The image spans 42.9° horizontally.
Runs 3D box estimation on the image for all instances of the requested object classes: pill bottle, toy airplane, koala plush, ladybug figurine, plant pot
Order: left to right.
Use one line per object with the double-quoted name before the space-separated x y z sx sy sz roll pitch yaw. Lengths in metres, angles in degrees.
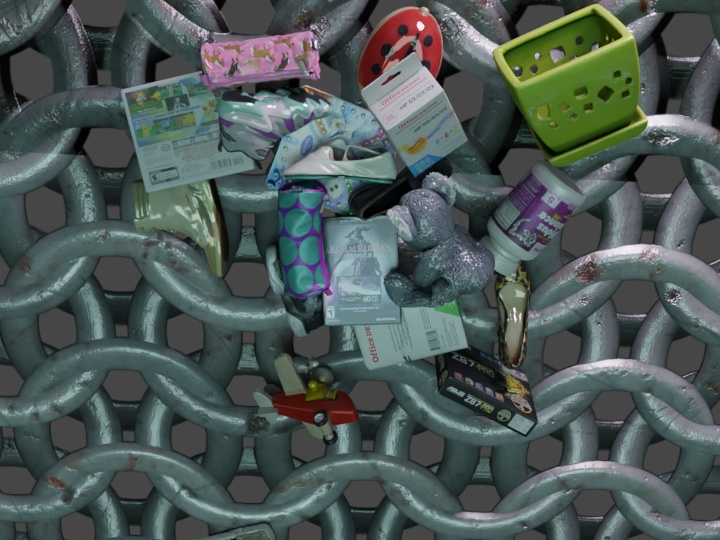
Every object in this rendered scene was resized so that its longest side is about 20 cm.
"toy airplane" -0.108 0.248 1.803 0.199 0.141 0.200 36 147 -5
"ladybug figurine" 0.067 -0.346 1.542 0.135 0.072 0.200 18 114 -8
"koala plush" 0.127 -0.056 1.585 0.184 0.177 0.200 2 122 50
"pill bottle" 0.299 -0.090 1.643 0.112 0.112 0.200 32 111 -14
"plant pot" 0.350 -0.295 1.506 0.199 0.200 0.182 -23 121 10

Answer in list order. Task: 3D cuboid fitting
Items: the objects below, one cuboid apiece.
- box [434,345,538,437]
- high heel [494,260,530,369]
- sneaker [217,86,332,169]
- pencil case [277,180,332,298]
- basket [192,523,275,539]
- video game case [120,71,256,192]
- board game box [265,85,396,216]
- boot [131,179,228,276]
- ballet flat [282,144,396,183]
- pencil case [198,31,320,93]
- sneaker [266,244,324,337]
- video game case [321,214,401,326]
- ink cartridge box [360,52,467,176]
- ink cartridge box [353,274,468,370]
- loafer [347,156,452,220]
"box" 0.238 0.219 1.762 0.200 0.161 0.049 28 113 -12
"high heel" 0.290 0.079 1.705 0.071 0.143 0.200 2 115 -1
"sneaker" -0.149 -0.234 1.554 0.199 0.078 0.140 -3 125 -21
"pencil case" -0.098 -0.055 1.620 0.092 0.085 0.201 2 103 20
"basket" -0.268 0.686 1.982 0.198 0.161 0.200 -15 113 8
"video game case" -0.298 -0.245 1.591 0.199 0.022 0.183 -12 99 6
"board game box" -0.045 -0.202 1.636 0.200 0.026 0.200 20 113 -9
"boot" -0.327 -0.077 1.667 0.154 0.072 0.201 -8 108 3
"ballet flat" -0.036 -0.186 1.598 0.199 0.069 0.070 2 115 4
"pencil case" -0.168 -0.346 1.522 0.199 0.087 0.083 -7 99 -4
"sneaker" -0.101 0.026 1.719 0.114 0.076 0.200 -17 119 6
"video game case" 0.000 0.000 1.671 0.142 0.019 0.201 -2 97 5
"ink cartridge box" 0.091 -0.255 1.523 0.115 0.068 0.200 -36 148 4
"ink cartridge box" 0.090 0.090 1.742 0.199 0.084 0.146 -13 114 6
"loafer" 0.077 -0.139 1.628 0.200 0.063 0.072 -23 122 -2
